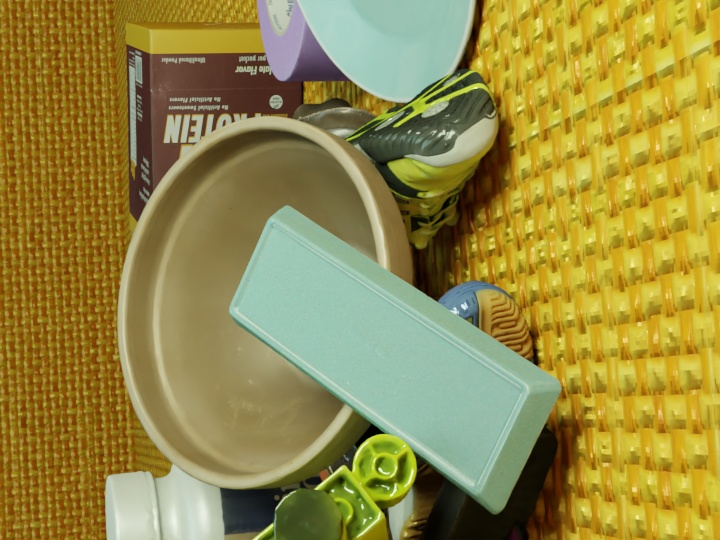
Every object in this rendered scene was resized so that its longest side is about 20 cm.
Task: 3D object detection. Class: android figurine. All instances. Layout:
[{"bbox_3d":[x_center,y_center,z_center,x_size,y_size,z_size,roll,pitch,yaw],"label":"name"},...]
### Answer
[{"bbox_3d":[-0.044,0.149,0.727,0.041,0.181,0.200,49,173,11],"label":"android figurine"}]

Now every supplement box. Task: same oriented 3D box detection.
[{"bbox_3d":[-0.135,-0.119,1.380,0.197,0.131,0.203,-145,53,-72],"label":"supplement box"}]

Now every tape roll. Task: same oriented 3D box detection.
[{"bbox_3d":[-0.026,-0.234,1.065,0.200,0.065,0.203,177,90,-75],"label":"tape roll"}]

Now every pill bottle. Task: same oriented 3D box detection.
[{"bbox_3d":[-0.067,0.169,1.016,0.111,0.197,0.113,177,90,-76],"label":"pill bottle"}]

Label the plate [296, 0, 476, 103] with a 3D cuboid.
[{"bbox_3d":[0.011,-0.198,0.894,0.200,0.025,0.202,38,138,43],"label":"plate"}]

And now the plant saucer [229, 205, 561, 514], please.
[{"bbox_3d":[0.008,0.039,0.755,0.199,0.019,0.071,33,103,36],"label":"plant saucer"}]

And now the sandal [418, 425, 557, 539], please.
[{"bbox_3d":[0.059,0.158,0.785,0.048,0.075,0.202,49,145,33],"label":"sandal"}]

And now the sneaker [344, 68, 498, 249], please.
[{"bbox_3d":[0.037,-0.058,0.869,0.077,0.075,0.200,57,165,-6],"label":"sneaker"}]

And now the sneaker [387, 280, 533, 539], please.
[{"bbox_3d":[0.040,0.079,0.829,0.089,0.074,0.202,-110,23,-51],"label":"sneaker"}]

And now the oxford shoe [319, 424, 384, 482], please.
[{"bbox_3d":[0.008,0.036,0.941,0.073,0.070,0.203,115,154,-65],"label":"oxford shoe"}]

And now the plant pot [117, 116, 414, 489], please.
[{"bbox_3d":[-0.038,0.022,0.863,0.199,0.092,0.204,-7,78,36],"label":"plant pot"}]

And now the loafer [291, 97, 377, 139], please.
[{"bbox_3d":[-0.030,-0.093,1.081,0.200,0.072,0.072,-10,62,68],"label":"loafer"}]
